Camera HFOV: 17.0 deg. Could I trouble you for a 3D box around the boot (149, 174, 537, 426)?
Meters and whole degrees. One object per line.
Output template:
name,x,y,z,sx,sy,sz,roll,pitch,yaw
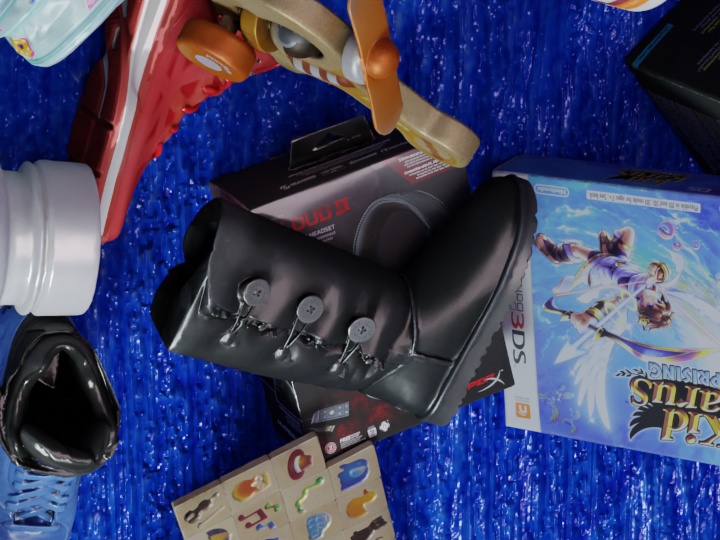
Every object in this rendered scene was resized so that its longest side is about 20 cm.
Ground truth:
boot,-0.008,-0.006,1.445,0.199,0.066,0.166,19,97,-23

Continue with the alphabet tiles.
alphabet tiles,-0.056,0.187,1.546,0.167,0.008,0.200,-26,138,-11

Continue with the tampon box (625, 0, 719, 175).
tampon box,0.297,-0.122,1.549,0.150,0.200,0.126,-44,118,-5

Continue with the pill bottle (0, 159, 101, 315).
pill bottle,-0.254,-0.020,1.375,0.199,0.114,0.115,2,105,-20

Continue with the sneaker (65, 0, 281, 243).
sneaker,-0.102,-0.105,1.447,0.115,0.078,0.201,11,102,-25

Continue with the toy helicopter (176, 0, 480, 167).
toy helicopter,0.000,-0.118,1.400,0.200,0.132,0.079,34,77,-31

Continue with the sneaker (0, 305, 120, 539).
sneaker,-0.195,0.118,1.453,0.076,0.111,0.201,1,105,-24

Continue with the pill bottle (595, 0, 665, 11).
pill bottle,0.106,-0.235,1.478,0.199,0.113,0.113,12,101,-27

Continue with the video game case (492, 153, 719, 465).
video game case,0.182,0.026,1.550,0.045,0.199,0.182,-29,121,-50

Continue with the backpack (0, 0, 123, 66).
backpack,-0.198,-0.196,1.321,0.200,0.176,0.153,-42,114,-2

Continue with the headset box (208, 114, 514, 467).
headset box,0.000,0.000,1.524,0.148,0.077,0.201,-20,114,-17
